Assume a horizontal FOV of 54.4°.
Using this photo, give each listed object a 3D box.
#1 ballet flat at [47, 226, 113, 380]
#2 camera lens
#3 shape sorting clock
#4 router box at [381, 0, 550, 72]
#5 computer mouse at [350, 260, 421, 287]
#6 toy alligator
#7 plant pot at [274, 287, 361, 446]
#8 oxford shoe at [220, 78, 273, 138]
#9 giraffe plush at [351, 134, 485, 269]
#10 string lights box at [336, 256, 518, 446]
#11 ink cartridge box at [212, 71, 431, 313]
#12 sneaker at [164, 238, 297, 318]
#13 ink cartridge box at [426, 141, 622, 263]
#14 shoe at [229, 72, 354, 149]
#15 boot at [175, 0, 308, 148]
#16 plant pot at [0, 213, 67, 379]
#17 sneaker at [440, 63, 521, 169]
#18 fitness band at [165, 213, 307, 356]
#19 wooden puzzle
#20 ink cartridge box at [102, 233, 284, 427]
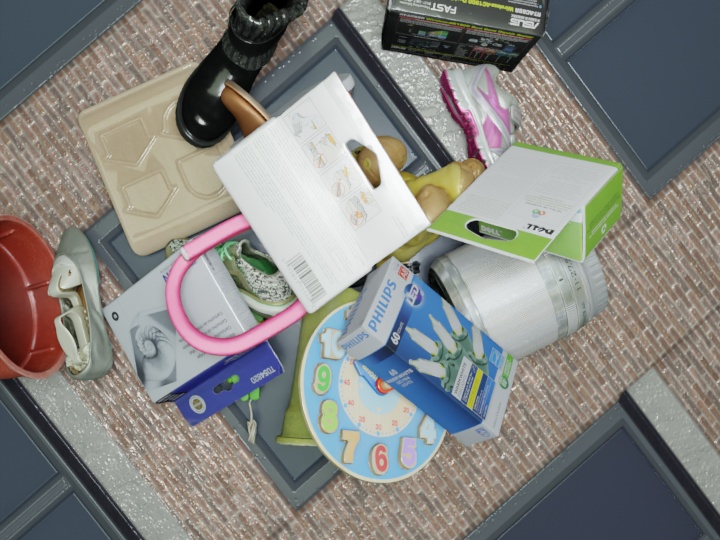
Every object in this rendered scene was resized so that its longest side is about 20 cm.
[{"bbox_3d":[-0.370,0.041,0.909,0.066,0.063,0.206,-17,85,28],"label":"ballet flat"},{"bbox_3d":[0.195,0.028,0.905,0.196,0.160,0.164,-25,92,-2],"label":"camera lens"},{"bbox_3d":[0.022,0.132,0.789,0.195,0.039,0.206,12,65,-25],"label":"shape sorting clock"},{"bbox_3d":[0.127,-0.322,0.902,0.194,0.150,0.064,9,90,-3],"label":"router box"},{"bbox_3d":[0.000,0.000,0.863,0.058,0.197,0.035,1,82,-44],"label":"computer mouse"},{"bbox_3d":[-0.157,0.128,0.942,0.052,0.059,0.207,6,90,-2],"label":"toy alligator"},{"bbox_3d":[-0.010,0.124,0.897,0.194,0.201,0.190,0,79,-2],"label":"plant pot"},{"bbox_3d":[-0.114,-0.137,0.854,0.071,0.071,0.202,-39,118,-8],"label":"oxford shoe"},{"bbox_3d":[0.045,-0.106,0.919,0.163,0.172,0.200,49,123,8],"label":"giraffe plush"},{"bbox_3d":[0.078,0.092,0.781,0.199,0.059,0.104,39,51,-14],"label":"string lights box"},{"bbox_3d":[-0.043,-0.086,0.795,0.174,0.045,0.203,-34,95,7],"label":"ink cartridge box"},{"bbox_3d":[-0.163,-0.014,0.908,0.195,0.078,0.090,20,133,9],"label":"sneaker"},{"bbox_3d":[0.190,-0.057,0.806,0.199,0.146,0.077,-42,134,-31],"label":"ink cartridge box"},{"bbox_3d":[-0.075,-0.176,0.942,0.199,0.071,0.092,-39,120,-16],"label":"shoe"},{"bbox_3d":[-0.150,-0.263,0.862,0.078,0.157,0.216,30,72,-20],"label":"boot"},{"bbox_3d":[-0.499,0.055,0.872,0.189,0.201,0.207,-14,91,6],"label":"plant pot"},{"bbox_3d":[0.182,-0.189,0.941,0.086,0.081,0.205,-24,94,-2],"label":"sneaker"},{"bbox_3d":[-0.136,0.013,0.834,0.196,0.037,0.146,-29,91,-10],"label":"fitness band"},{"bbox_3d":[-0.256,-0.148,0.944,0.181,0.046,0.205,-23,96,-2],"label":"wooden puzzle"},{"bbox_3d":[-0.220,0.090,0.905,0.197,0.040,0.203,-32,91,28],"label":"ink cartridge box"}]
